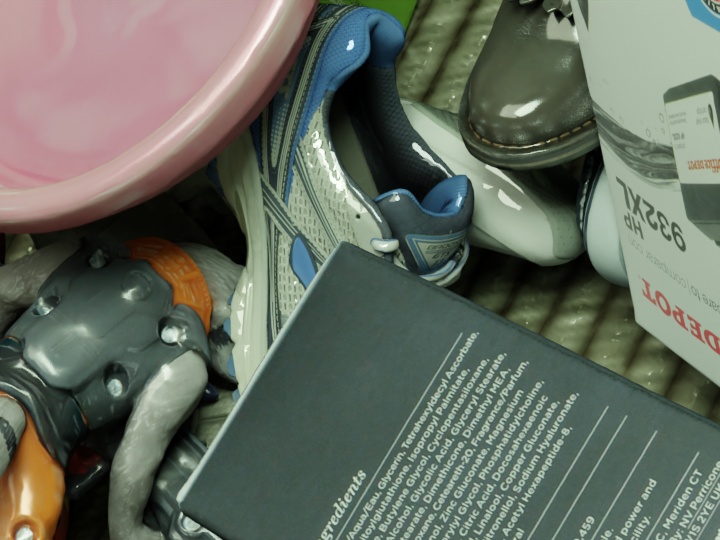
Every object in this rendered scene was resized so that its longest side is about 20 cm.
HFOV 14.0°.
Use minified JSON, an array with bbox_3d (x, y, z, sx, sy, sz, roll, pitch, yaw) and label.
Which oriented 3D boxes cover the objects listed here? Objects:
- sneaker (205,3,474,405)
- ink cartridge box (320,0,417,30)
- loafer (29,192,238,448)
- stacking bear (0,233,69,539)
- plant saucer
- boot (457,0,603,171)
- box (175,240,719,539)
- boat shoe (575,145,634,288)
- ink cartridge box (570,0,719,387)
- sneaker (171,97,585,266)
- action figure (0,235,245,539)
[{"bbox_3d":[0.000,0.000,1.035,0.085,0.077,0.201,-8,101,37],"label":"sneaker"},{"bbox_3d":[0.051,-0.181,1.100,0.075,0.148,0.201,21,86,26],"label":"ink cartridge box"},{"bbox_3d":[-0.087,0.005,1.148,0.072,0.063,0.201,-31,70,1],"label":"loafer"},{"bbox_3d":[-0.158,0.088,1.117,0.121,0.114,0.200,-16,55,-24],"label":"stacking bear"},{"bbox_3d":[-0.088,-0.101,1.029,0.200,0.051,0.202,-14,61,27],"label":"plant saucer"},{"bbox_3d":[0.066,-0.154,0.977,0.069,0.174,0.201,16,65,33],"label":"boot"},{"bbox_3d":[0.069,0.097,0.948,0.199,0.148,0.107,26,81,37],"label":"box"},{"bbox_3d":[0.106,-0.086,1.074,0.090,0.071,0.201,11,65,35],"label":"boat shoe"},{"bbox_3d":[0.137,-0.054,0.925,0.083,0.201,0.145,-24,31,-16],"label":"ink cartridge box"},{"bbox_3d":[0.006,-0.031,1.112,0.200,0.070,0.081,25,96,40],"label":"sneaker"},{"bbox_3d":[-0.092,0.064,1.033,0.200,0.105,0.194,38,55,8],"label":"action figure"}]
